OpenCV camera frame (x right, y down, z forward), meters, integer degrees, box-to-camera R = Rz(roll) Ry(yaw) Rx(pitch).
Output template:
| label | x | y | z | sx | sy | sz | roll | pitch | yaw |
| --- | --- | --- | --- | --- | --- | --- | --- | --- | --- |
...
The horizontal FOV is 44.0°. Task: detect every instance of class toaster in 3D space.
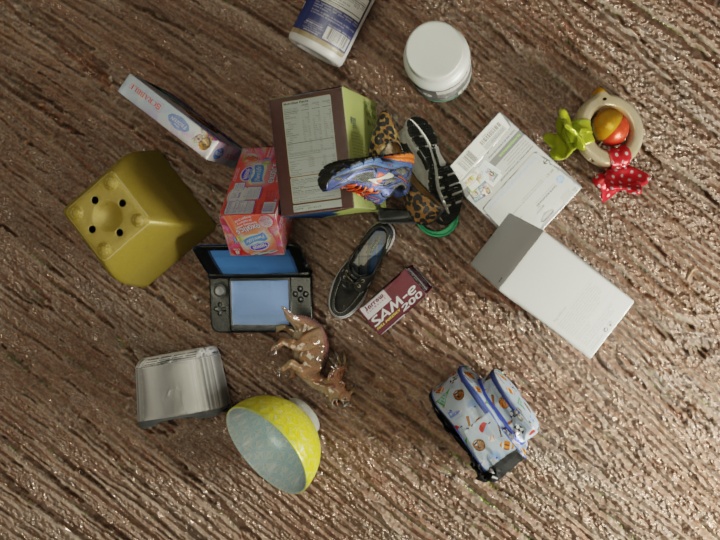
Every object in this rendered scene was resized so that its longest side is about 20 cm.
| label | x | y | z | sx | sy | sz | roll | pitch | yaw |
| --- | --- | --- | --- | --- | --- | --- | --- | --- | --- |
| toaster | -0.328 | 0.214 | 1.662 | 0.199 | 0.114 | 0.130 | -10 | 88 | 10 |

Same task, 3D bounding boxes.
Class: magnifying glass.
| label | x | y | z | sx | sy | sz | roll | pitch | yaw |
| --- | --- | --- | --- | --- | --- | --- | --- | --- | --- |
| magnifying glass | 0.102 | -0.145 | 1.634 | 0.080 | 0.022 | 0.200 | -42 | 88 | 7 |

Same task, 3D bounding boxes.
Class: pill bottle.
| label | x | y | z | sx | sy | sz | roll | pitch | yaw |
| --- | --- | --- | --- | --- | --- | --- | --- | --- | --- |
| pill bottle | -0.038 | -0.479 | 1.596 | 0.111 | 0.111 | 0.201 | 28 | 95 | 6 |
| pill bottle | 0.133 | -0.359 | 1.530 | 0.113 | 0.200 | 0.114 | 0 | 92 | 9 |

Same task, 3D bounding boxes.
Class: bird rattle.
| label | x | y | z | sx | sy | sz | roll | pitch | yaw |
| --- | --- | --- | --- | --- | --- | --- | --- | --- | --- |
| bird rattle | 0.429 | -0.227 | 1.547 | 0.200 | 0.113 | 0.163 | 33 | 80 | 3 |

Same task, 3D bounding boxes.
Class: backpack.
| label | x | y | z | sx | sy | sz | roll | pitch | yaw |
| --- | --- | --- | --- | --- | --- | --- | --- | --- | --- |
| backpack | 0.214 | 0.255 | 1.552 | 0.154 | 0.200 | 0.191 | -45 | 79 | 2 |

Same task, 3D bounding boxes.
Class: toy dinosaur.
| label | x | y | z | sx | sy | sz | roll | pitch | yaw |
| --- | --- | --- | --- | --- | --- | --- | --- | --- | --- |
| toy dinosaur | -0.085 | 0.149 | 1.629 | 0.135 | 0.086 | 0.201 | -11 | 100 | 8 |

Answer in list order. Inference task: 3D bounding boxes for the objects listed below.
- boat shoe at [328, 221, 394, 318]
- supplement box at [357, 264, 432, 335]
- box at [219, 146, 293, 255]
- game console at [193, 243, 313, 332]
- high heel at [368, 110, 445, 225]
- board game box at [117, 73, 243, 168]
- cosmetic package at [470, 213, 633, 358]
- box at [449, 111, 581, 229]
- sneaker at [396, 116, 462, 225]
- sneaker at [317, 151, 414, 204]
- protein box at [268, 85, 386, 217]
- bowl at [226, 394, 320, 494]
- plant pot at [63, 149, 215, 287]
| label | x | y | z | sx | sy | sz | roll | pitch | yaw |
| --- | --- | --- | --- | --- | --- | --- | --- | --- | --- |
| boat shoe | 0.000 | 0.000 | 1.629 | 0.070 | 0.066 | 0.200 | 35 | 96 | 6 |
| supplement box | 0.065 | 0.048 | 1.554 | 0.109 | 0.200 | 0.061 | -42 | 86 | 8 |
| box | -0.174 | -0.125 | 1.579 | 0.102 | 0.200 | 0.095 | -1 | 132 | 8 |
| game console | -0.195 | 0.035 | 1.631 | 0.199 | 0.118 | 0.172 | -1 | 94 | 9 |
| high heel | 0.086 | -0.177 | 1.520 | 0.142 | 0.071 | 0.201 | 2 | 100 | 45 |
| board game box | -0.311 | -0.263 | 1.599 | 0.200 | 0.200 | 0.041 | 37 | 96 | 5 |
| cosmetic package | 0.314 | 0.019 | 1.493 | 0.200 | 0.199 | 0.123 | 34 | 96 | -12 |
| box | 0.270 | -0.159 | 1.598 | 0.200 | 0.041 | 0.156 | 43 | 98 | 6 |
| sneaker | 0.117 | -0.170 | 1.587 | 0.073 | 0.080 | 0.201 | -11 | 75 | -34 |
| sneaker | 0.017 | -0.143 | 1.425 | 0.075 | 0.199 | 0.079 | 0 | 100 | 50 |
| protein box | -0.053 | -0.199 | 1.556 | 0.134 | 0.198 | 0.201 | -6 | 91 | 17 |
| bowl | -0.138 | 0.297 | 1.627 | 0.200 | 0.200 | 0.108 | 48 | 55 | 4 |
| plant pot | -0.418 | -0.096 | 1.621 | 0.195 | 0.200 | 0.194 | -39 | 86 | 7 |
